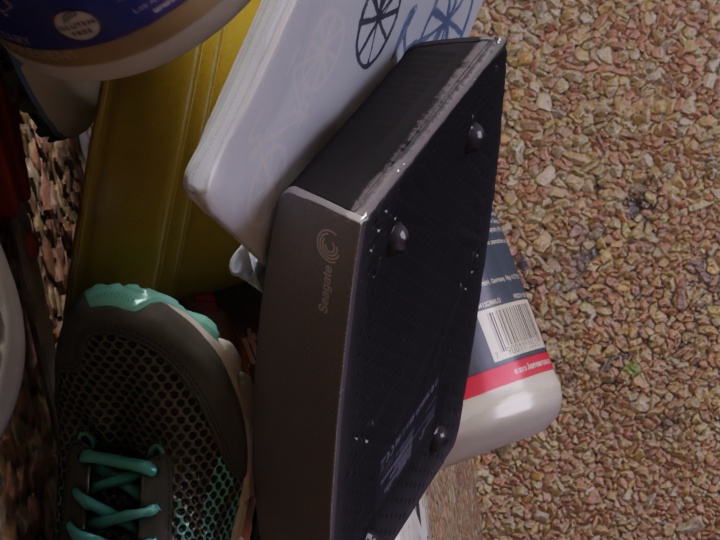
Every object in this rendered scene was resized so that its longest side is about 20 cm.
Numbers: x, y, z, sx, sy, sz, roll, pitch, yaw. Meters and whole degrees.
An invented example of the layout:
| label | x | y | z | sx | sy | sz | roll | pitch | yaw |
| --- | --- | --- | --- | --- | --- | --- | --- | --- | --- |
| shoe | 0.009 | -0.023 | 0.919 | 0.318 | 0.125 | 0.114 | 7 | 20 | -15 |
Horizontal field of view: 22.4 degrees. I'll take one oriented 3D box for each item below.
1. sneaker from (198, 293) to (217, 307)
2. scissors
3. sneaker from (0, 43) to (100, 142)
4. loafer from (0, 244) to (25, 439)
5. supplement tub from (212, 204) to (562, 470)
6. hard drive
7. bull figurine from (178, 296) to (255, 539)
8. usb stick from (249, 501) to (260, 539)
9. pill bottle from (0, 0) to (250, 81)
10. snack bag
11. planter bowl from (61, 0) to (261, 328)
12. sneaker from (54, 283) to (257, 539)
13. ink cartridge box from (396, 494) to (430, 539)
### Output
| label | x | y | z | sx | sy | sz | roll | pitch | yaw |
| --- | --- | --- | --- | --- | --- | --- | --- | --- | --- |
| sneaker | -0.047 | 0.060 | 0.986 | 0.088 | 0.073 | 0.201 | -79 | 156 | -52 |
| scissors | -0.126 | -0.023 | 0.683 | 0.073 | 0.014 | 0.201 | -89 | 167 | -64 |
| sneaker | -0.107 | -0.148 | 0.659 | 0.072 | 0.072 | 0.202 | 39 | 46 | -81 |
| loafer | -0.132 | -0.024 | 0.452 | 0.072 | 0.072 | 0.201 | 68 | 6 | -48 |
| supplement tub | 0.000 | 0.000 | 0.854 | 0.140 | 0.139 | 0.201 | 30 | 40 | -81 |
| hard drive | 0.006 | 0.023 | 0.665 | 0.135 | 0.042 | 0.201 | -53 | 155 | -45 |
| bull figurine | -0.069 | 0.112 | 0.785 | 0.122 | 0.065 | 0.202 | -77 | 158 | -67 |
| usb stick | -0.017 | 0.034 | 0.752 | 0.055 | 0.032 | 0.202 | 38 | 60 | -77 |
| pill bottle | -0.108 | -0.157 | 0.518 | 0.200 | 0.119 | 0.121 | 51 | 29 | -51 |
| snack bag | -0.001 | -0.079 | 0.636 | 0.190 | 0.021 | 0.200 | -67 | 163 | -7 |
| planter bowl | -0.058 | -0.059 | 0.711 | 0.200 | 0.083 | 0.202 | -170 | -90 | -84 |
| sneaker | -0.079 | 0.103 | 0.651 | 0.091 | 0.077 | 0.202 | -63 | 153 | -59 |
| ink cartridge box | -0.001 | 0.179 | 1.174 | 0.176 | 0.083 | 0.202 | 66 | 18 | -65 |
